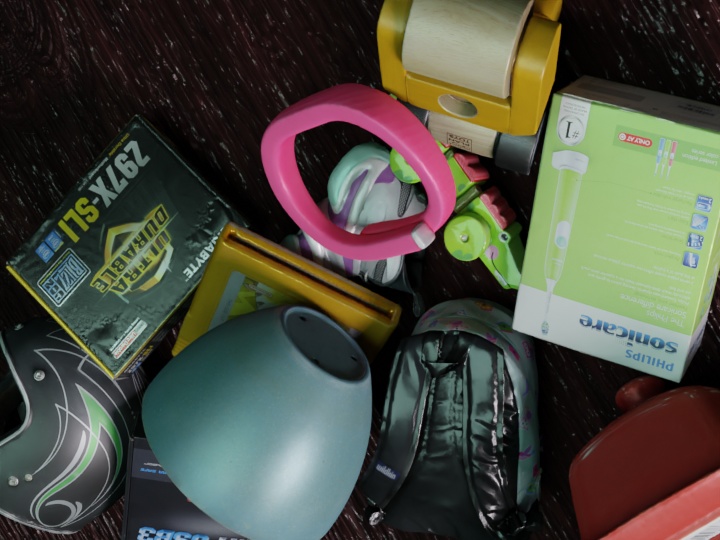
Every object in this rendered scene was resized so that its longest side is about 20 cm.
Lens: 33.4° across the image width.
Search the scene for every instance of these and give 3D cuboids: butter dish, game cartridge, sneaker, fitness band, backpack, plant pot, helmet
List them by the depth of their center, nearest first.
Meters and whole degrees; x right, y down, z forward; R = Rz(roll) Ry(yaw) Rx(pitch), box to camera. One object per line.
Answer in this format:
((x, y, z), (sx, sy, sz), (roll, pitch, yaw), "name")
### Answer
((0.251, 0.154, 0.963), (0.199, 0.198, 0.150), (-38, 56, 26), "butter dish")
((-0.007, -0.076, 0.964), (0.144, 0.037, 0.199), (54, 149, -16), "fitness band")
((-0.066, 0.110, 1.012), (0.200, 0.200, 0.135), (42, 113, 8), "plant pot")
((0.086, 0.128, 1.053), (0.164, 0.127, 0.204), (4, 110, 14), "backpack")
((0.000, 0.000, 1.082), (0.140, 0.078, 0.201), (42, 122, 10), "sneaker")
((-0.075, 0.061, 1.108), (0.174, 0.033, 0.201), (26, 136, -4), "game cartridge")
((-0.304, 0.148, 1.232), (0.199, 0.200, 0.192), (33, 94, 14), "helmet")

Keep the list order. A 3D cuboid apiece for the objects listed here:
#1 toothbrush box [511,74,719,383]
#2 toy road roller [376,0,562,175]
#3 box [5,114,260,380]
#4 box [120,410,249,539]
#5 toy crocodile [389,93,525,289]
((0.213, -0.036, 0.949), (0.143, 0.086, 0.203), (16, 114, 23), "toothbrush box")
((0.094, -0.178, 0.905), (0.121, 0.200, 0.148), (17, 74, 11), "toy road roller")
((-0.221, -0.023, 1.161), (0.160, 0.049, 0.200), (44, 94, 9), "box")
((-0.139, 0.246, 1.203), (0.196, 0.050, 0.202), (8, 117, -6), "box")
((0.085, -0.072, 1.013), (0.062, 0.067, 0.201), (-39, 83, 28), "toy crocodile")
